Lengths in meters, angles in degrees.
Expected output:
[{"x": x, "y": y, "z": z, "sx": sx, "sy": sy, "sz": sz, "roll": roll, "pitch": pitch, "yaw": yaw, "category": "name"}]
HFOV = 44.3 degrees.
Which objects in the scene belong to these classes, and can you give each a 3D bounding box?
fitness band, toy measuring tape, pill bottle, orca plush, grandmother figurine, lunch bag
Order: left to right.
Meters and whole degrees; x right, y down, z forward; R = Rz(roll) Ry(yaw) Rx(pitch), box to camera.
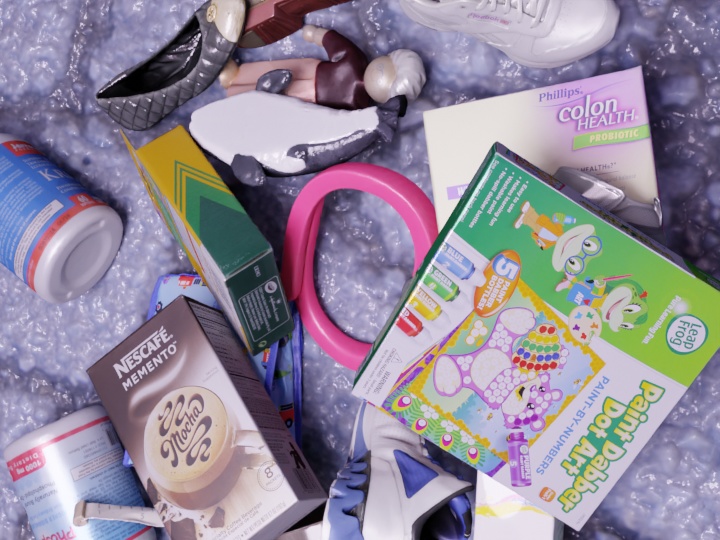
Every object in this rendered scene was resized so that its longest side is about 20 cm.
[{"x": -0.347, "y": -0.067, "z": 0.893, "sx": 0.198, "sy": 0.112, "sz": 0.113, "roll": 36, "pitch": 104, "yaw": 13, "category": "pill bottle"}, {"x": -0.272, "y": 0.249, "z": 0.889, "sx": 0.107, "sy": 0.108, "sz": 0.203, "roll": -26, "pitch": 85, "yaw": 19, "category": "pill bottle"}, {"x": -0.177, "y": 0.260, "z": 0.854, "sx": 0.195, "sy": 0.074, "sz": 0.075, "roll": 7, "pitch": 97, "yaw": -14, "category": "toy measuring tape"}, {"x": -0.136, "y": 0.088, "z": 0.850, "sx": 0.147, "sy": 0.094, "sz": 0.205, "roll": 0, "pitch": 84, "yaw": 22, "category": "lunch bag"}, {"x": -0.050, "y": -0.120, "z": 0.782, "sx": 0.196, "sy": 0.071, "sz": 0.108, "roll": -13, "pitch": 68, "yaw": 15, "category": "orca plush"}, {"x": -0.034, "y": -0.163, "z": 0.806, "sx": 0.196, "sy": 0.060, "sz": 0.124, "roll": -3, "pitch": 101, "yaw": 22, "category": "grandmother figurine"}, {"x": 0.000, "y": 0.000, "z": 0.776, "sx": 0.141, "sy": 0.037, "sz": 0.203, "roll": 23, "pitch": 126, "yaw": 16, "category": "fitness band"}]

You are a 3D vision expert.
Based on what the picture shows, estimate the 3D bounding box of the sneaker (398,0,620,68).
[{"x": 0.112, "y": -0.219, "z": 0.727, "sx": 0.196, "sy": 0.099, "sz": 0.077, "roll": 15, "pitch": 96, "yaw": 16, "category": "sneaker"}]

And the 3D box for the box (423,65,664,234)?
[{"x": 0.157, "y": -0.043, "z": 0.725, "sx": 0.172, "sy": 0.096, "sz": 0.205, "roll": -8, "pitch": 92, "yaw": 20, "category": "box"}]

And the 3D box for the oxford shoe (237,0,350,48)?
[{"x": -0.042, "y": -0.276, "z": 0.795, "sx": 0.197, "sy": 0.070, "sz": 0.076, "roll": -21, "pitch": 81, "yaw": 18, "category": "oxford shoe"}]

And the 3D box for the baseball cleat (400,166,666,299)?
[{"x": 0.124, "y": -0.019, "z": 0.659, "sx": 0.195, "sy": 0.070, "sz": 0.109, "roll": -5, "pitch": 86, "yaw": 10, "category": "baseball cleat"}]

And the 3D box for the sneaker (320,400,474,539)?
[{"x": 0.041, "y": 0.178, "z": 0.737, "sx": 0.112, "sy": 0.200, "sz": 0.082, "roll": 11, "pitch": 121, "yaw": 8, "category": "sneaker"}]

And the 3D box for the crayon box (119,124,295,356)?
[{"x": -0.136, "y": -0.037, "z": 0.792, "sx": 0.051, "sy": 0.127, "sz": 0.201, "roll": -31, "pitch": 59, "yaw": -14, "category": "crayon box"}]

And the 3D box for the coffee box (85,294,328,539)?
[{"x": -0.131, "y": 0.139, "z": 0.749, "sx": 0.112, "sy": 0.080, "sz": 0.202, "roll": -37, "pitch": 70, "yaw": 7, "category": "coffee box"}]

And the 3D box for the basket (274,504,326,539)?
[{"x": -0.001, "y": 0.314, "z": 0.788, "sx": 0.178, "sy": 0.135, "sz": 0.204, "roll": -23, "pitch": 82, "yaw": 33, "category": "basket"}]

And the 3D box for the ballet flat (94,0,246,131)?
[{"x": -0.176, "y": -0.192, "z": 0.827, "sx": 0.198, "sy": 0.056, "sz": 0.068, "roll": -32, "pitch": 56, "yaw": 34, "category": "ballet flat"}]

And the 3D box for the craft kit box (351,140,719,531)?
[{"x": 0.123, "y": 0.050, "z": 0.614, "sx": 0.195, "sy": 0.049, "sz": 0.202, "roll": 29, "pitch": 109, "yaw": -4, "category": "craft kit box"}]

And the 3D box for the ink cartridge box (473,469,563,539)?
[{"x": 0.134, "y": 0.194, "z": 0.733, "sx": 0.066, "sy": 0.117, "sz": 0.205, "roll": 3, "pitch": 91, "yaw": 18, "category": "ink cartridge box"}]
